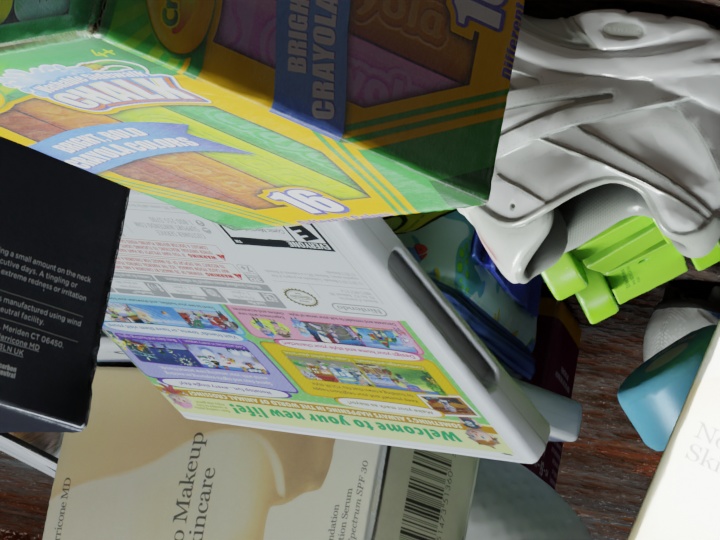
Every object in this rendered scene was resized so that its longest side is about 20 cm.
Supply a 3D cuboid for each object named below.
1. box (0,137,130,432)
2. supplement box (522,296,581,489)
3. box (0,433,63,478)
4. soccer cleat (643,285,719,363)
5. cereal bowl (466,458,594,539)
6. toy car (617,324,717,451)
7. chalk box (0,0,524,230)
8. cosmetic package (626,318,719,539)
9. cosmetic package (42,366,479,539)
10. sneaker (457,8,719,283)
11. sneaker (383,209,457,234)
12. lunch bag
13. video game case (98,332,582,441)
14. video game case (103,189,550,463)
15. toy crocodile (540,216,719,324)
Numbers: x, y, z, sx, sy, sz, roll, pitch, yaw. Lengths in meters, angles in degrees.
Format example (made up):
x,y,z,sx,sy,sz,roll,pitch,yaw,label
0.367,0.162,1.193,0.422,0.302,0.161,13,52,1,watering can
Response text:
x,y,z,sx,sy,sz,roll,pitch,yaw,label
-0.178,-0.037,1.118,0.104,0.183,0.200,19,165,-34,box
0.044,0.111,1.564,0.110,0.201,0.086,8,169,14,supplement box
-0.173,0.069,1.557,0.199,0.060,0.117,24,170,28,box
0.213,0.072,1.500,0.199,0.087,0.070,20,165,-38,soccer cleat
0.016,0.168,1.422,0.199,0.083,0.201,11,134,12,cereal bowl
0.255,0.069,1.390,0.177,0.185,0.200,-32,-175,38,toy car
-0.061,-0.100,0.850,0.199,0.124,0.124,20,165,-38,chalk box
0.185,0.077,1.256,0.103,0.201,0.073,23,-145,9,cosmetic package
-0.047,0.101,1.340,0.199,0.106,0.071,-2,162,40,cosmetic package
0.044,-0.048,1.058,0.199,0.100,0.078,7,168,19,sneaker
-0.012,-0.038,1.225,0.076,0.076,0.200,20,167,-35,sneaker
0.000,0.000,1.385,0.160,0.083,0.200,4,168,18,lunch bag
-0.025,0.050,1.384,0.182,0.023,0.200,-2,165,44,video game case
-0.043,0.013,1.199,0.199,0.022,0.182,5,147,39,video game case
0.106,-0.023,1.225,0.067,0.062,0.200,-28,165,9,toy crocodile
